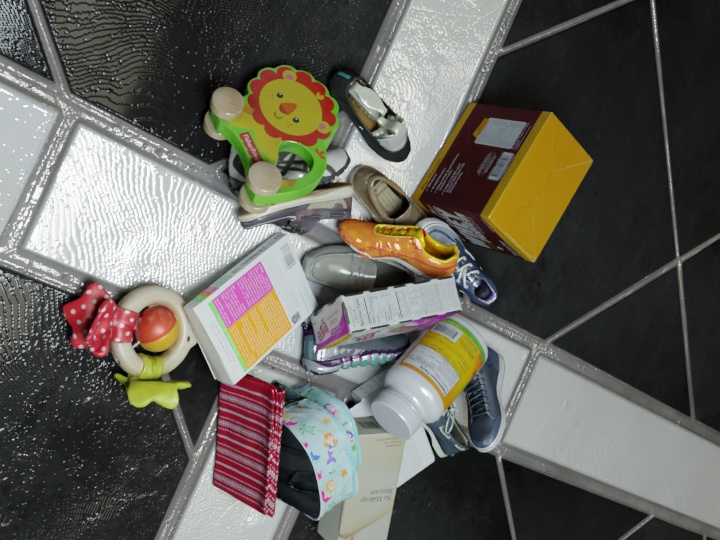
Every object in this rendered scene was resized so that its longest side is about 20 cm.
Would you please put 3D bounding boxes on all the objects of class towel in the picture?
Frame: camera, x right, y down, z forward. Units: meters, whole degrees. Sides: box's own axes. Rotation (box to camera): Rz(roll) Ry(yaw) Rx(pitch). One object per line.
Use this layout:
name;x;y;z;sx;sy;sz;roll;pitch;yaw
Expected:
towel;-0.171;0.250;1.386;0.022;0.144;0.203;-5;105;-45

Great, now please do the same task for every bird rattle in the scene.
bird rattle;-0.310;0.091;1.300;0.163;0.112;0.201;-44;113;-34

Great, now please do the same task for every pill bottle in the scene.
pill bottle;0.108;0.173;1.503;0.200;0.110;0.112;-45;123;-29

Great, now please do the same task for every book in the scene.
book;-0.157;0.053;1.383;0.200;0.048;0.135;-40;121;-35

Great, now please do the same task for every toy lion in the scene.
toy lion;-0.109;-0.195;1.308;0.190;0.069;0.202;-17;71;-28

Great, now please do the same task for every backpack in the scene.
backpack;-0.083;0.274;1.418;0.149;0.199;0.180;-21;112;-28

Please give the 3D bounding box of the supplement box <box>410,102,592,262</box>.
supplement box;0.228;-0.148;1.521;0.132;0.199;0.198;38;80;-35

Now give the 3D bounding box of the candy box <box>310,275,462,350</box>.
candy box;0.039;0.066;1.437;0.198;0.136;0.062;-9;78;-25

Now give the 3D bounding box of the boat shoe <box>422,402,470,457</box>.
boat shoe;0.141;0.258;1.625;0.061;0.075;0.201;-13;128;16

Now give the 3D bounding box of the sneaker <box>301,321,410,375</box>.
sneaker;-0.004;0.108;1.510;0.198;0.074;0.089;-10;103;-31

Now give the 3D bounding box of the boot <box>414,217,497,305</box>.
boot;0.162;-0.013;1.551;0.073;0.090;0.200;-49;139;4

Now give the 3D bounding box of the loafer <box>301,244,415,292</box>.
loafer;0.000;0.000;1.483;0.198;0.070;0.071;1;105;-34

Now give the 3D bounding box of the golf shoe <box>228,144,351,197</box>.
golf shoe;-0.101;-0.167;1.367;0.198;0.077;0.096;-19;112;-31

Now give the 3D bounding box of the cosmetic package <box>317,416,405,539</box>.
cosmetic package;0.002;0.347;1.529;0.102;0.073;0.203;2;103;-31

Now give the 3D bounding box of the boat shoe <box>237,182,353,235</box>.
boat shoe;-0.090;-0.085;1.399;0.198;0.072;0.066;-19;105;-36

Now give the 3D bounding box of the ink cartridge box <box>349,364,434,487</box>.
ink cartridge box;0.026;0.290;1.595;0.173;0.043;0.202;-30;118;-19

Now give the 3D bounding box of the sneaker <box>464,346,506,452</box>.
sneaker;0.190;0.202;1.625;0.146;0.076;0.204;41;40;-36

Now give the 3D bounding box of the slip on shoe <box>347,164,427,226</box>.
slip on shoe;0.060;-0.095;1.506;0.076;0.060;0.200;-52;124;-12

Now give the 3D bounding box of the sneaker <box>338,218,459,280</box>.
sneaker;0.062;-0.048;1.469;0.198;0.073;0.078;18;130;-8

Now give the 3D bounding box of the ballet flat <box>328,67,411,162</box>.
ballet flat;0.026;-0.232;1.442;0.200;0.068;0.068;41;78;-35
